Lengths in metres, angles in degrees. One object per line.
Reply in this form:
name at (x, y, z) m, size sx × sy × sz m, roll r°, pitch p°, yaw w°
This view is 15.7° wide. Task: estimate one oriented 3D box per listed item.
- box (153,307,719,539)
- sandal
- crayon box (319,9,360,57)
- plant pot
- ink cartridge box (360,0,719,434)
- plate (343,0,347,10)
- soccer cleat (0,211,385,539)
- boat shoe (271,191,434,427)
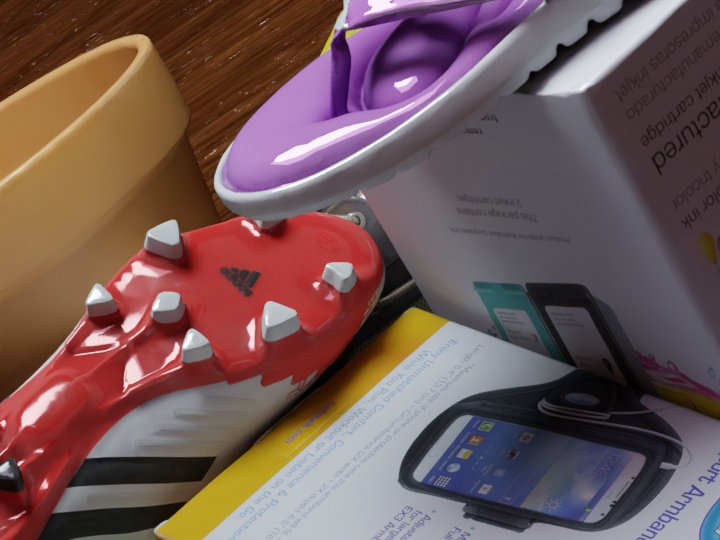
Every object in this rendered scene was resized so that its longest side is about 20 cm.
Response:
box at (0.050, 0.083, 0.741) m, size 0.200 × 0.042 × 0.119 m, roll 22°, pitch 51°, yaw 42°
sandal at (0.035, -0.087, 0.733) m, size 0.202 × 0.050 × 0.082 m, roll -36°, pitch 22°, yaw -11°
crayon box at (0.039, -0.110, 0.982) m, size 0.127 × 0.051 × 0.200 m, roll -50°, pitch 7°, yaw 20°
plant pot at (-0.140, 0.005, 1.195) m, size 0.200 × 0.140 × 0.200 m, roll -33°, pitch 15°, yaw 10°
ink cartridge box at (0.115, -0.016, 0.814) m, size 0.147 × 0.200 × 0.146 m, roll -42°, pitch 24°, yaw -24°
plate at (0.068, -0.163, 1.103) m, size 0.200 × 0.026 × 0.201 m, roll -33°, pitch 43°, yaw 36°
soccer cleat at (-0.071, 0.052, 0.806) m, size 0.069 × 0.085 × 0.200 m, roll 35°, pitch 59°, yaw 27°
boat shoe at (0.000, 0.000, 0.884) m, size 0.200 × 0.073 × 0.074 m, roll -25°, pitch 25°, yaw -19°
